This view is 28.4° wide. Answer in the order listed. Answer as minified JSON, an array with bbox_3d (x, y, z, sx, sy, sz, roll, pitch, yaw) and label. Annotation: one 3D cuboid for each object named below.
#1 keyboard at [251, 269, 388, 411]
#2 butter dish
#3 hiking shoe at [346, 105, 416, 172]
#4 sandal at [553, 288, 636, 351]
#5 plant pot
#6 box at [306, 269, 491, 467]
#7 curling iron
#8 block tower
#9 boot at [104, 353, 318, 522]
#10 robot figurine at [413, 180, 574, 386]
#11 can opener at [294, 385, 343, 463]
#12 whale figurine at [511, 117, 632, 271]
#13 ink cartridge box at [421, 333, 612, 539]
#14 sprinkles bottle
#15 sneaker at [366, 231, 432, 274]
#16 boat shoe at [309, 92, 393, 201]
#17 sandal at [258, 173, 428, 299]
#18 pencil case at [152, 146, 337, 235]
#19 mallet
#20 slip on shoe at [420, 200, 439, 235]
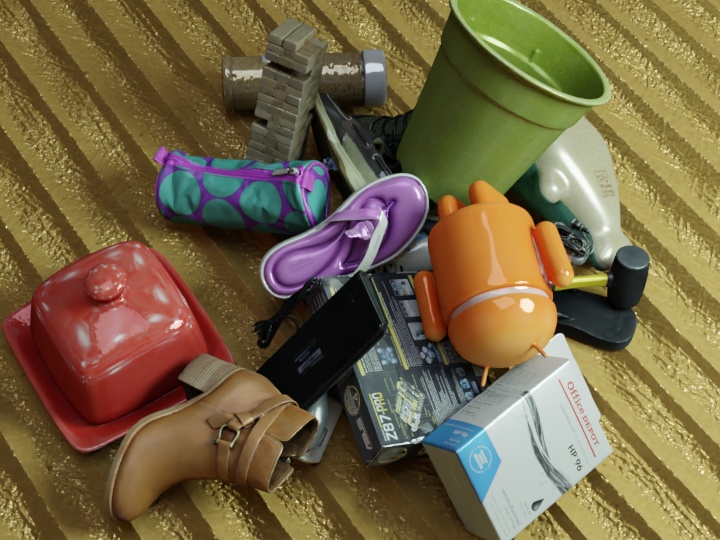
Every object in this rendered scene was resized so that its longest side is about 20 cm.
[{"bbox_3d":[-0.054,0.073,1.445,0.020,0.200,0.128,17,38,-45],"label":"keyboard"},{"bbox_3d":[-0.256,0.049,1.475,0.198,0.148,0.200,-27,60,-20],"label":"butter dish"},{"bbox_3d":[0.063,-0.166,1.661,0.197,0.101,0.076,7,54,3],"label":"hiking shoe"},{"bbox_3d":[0.206,0.033,1.564,0.198,0.043,0.077,10,55,5],"label":"sandal"},{"bbox_3d":[0.133,-0.167,1.525,0.199,0.191,0.201,26,29,-15],"label":"plant pot"},{"bbox_3d":[0.049,0.096,1.474,0.160,0.049,0.202,-3,58,-33],"label":"box"},{"bbox_3d":[0.155,-0.037,1.539,0.198,0.026,0.050,6,61,15],"label":"curling iron"},{"bbox_3d":[-0.087,-0.175,1.600,0.054,0.202,0.058,23,35,14],"label":"block tower"},{"bbox_3d":[-0.146,0.189,1.403,0.154,0.077,0.200,26,63,28],"label":"boot"},{"bbox_3d":[0.132,0.012,1.445,0.142,0.117,0.202,-7,63,-11],"label":"robot figurine"},{"bbox_3d":[-0.024,0.109,1.485,0.053,0.067,0.201,34,59,-15],"label":"can opener"},{"bbox_3d":[0.236,-0.084,1.623,0.158,0.103,0.202,-10,72,-52],"label":"whale figurine"},{"bbox_3d":[0.172,0.164,1.424,0.199,0.117,0.068,-36,19,-24],"label":"ink cartridge box"},{"bbox_3d":[-0.068,-0.230,1.722,0.197,0.069,0.069,-3,55,-3],"label":"sprinkles bottle"},{"bbox_3d":[0.000,0.000,1.561,0.197,0.072,0.073,-4,41,3],"label":"sneaker"},{"bbox_3d":[-0.003,-0.129,1.608,0.065,0.072,0.202,-17,51,-11],"label":"boat shoe"},{"bbox_3d":[-0.013,-0.028,1.499,0.202,0.050,0.083,-33,96,1],"label":"sandal"},{"bbox_3d":[-0.129,-0.089,1.580,0.198,0.093,0.086,5,51,22],"label":"pencil case"},{"bbox_3d":[0.216,0.007,1.525,0.198,0.066,0.041,0,43,-15],"label":"mallet"},{"bbox_3d":[0.102,-0.056,1.607,0.197,0.076,0.061,2,62,8],"label":"slip on shoe"}]
